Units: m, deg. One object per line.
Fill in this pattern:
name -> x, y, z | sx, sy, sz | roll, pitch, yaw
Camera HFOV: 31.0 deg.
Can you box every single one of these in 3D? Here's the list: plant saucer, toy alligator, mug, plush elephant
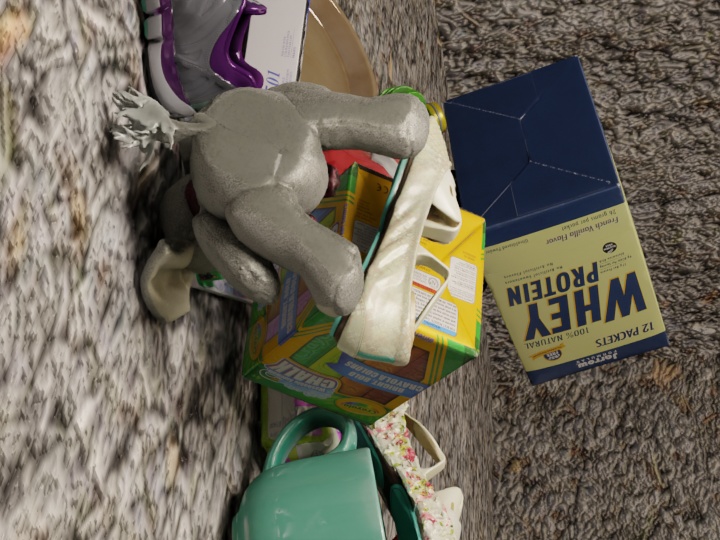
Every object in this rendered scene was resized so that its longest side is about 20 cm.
plant saucer -> -0.058, -0.206, 1.148 | 0.200, 0.029, 0.200 | 39, 33, -33
toy alligator -> 0.029, -0.145, 1.223 | 0.200, 0.059, 0.054 | -163, -127, -73
mug -> -0.036, 0.214, 1.010 | 0.185, 0.114, 0.153 | -103, -178, -65
plush elephant -> -0.075, -0.042, 0.871 | 0.155, 0.199, 0.165 | 114, -8, -63

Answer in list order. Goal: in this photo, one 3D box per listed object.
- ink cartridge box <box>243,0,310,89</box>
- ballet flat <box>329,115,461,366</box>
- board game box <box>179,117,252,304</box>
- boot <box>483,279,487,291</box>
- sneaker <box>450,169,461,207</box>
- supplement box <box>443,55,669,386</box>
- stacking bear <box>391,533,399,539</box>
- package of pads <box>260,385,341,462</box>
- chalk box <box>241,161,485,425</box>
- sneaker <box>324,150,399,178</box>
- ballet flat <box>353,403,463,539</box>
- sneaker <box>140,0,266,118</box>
ink cartridge box -> -0.064, -0.187, 1.006 | 0.094, 0.044, 0.201 | 104, -8, -71
ballet flat -> 0.036, -0.018, 0.890 | 0.068, 0.062, 0.200 | 108, 3, -59
board game box -> -0.104, -0.079, 1.058 | 0.200, 0.026, 0.201 | 31, 54, -79
boot -> 0.082, 0.045, 1.247 | 0.200, 0.067, 0.131 | -52, 156, -72
sneaker -> 0.011, -0.047, 1.248 | 0.080, 0.200, 0.074 | 66, 14, 20
supplement box -> 0.177, -0.045, 1.187 | 0.200, 0.134, 0.200 | -94, 162, -48
stacking bear -> 0.034, 0.287, 1.150 | 0.200, 0.121, 0.114 | 125, -31, -58
package of pads -> -0.043, 0.113, 1.186 | 0.155, 0.068, 0.200 | 73, 12, -49
chalk box -> -0.009, 0.032, 1.010 | 0.200, 0.124, 0.124 | -42, -146, 49
sneaker -> -0.026, -0.072, 1.176 | 0.200, 0.115, 0.078 | 50, -16, 43
ballet flat -> 0.047, 0.176, 1.067 | 0.076, 0.064, 0.200 | 97, -26, -52
sneaker -> -0.110, -0.209, 0.903 | 0.074, 0.087, 0.201 | -66, 150, -71
